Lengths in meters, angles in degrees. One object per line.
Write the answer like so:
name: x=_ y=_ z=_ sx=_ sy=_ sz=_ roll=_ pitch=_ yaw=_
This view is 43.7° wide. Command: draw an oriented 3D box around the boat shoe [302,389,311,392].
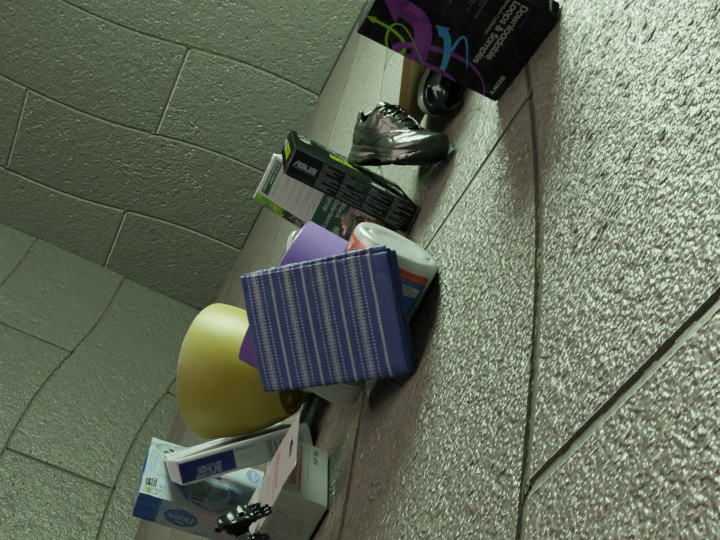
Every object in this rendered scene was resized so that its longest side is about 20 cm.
boat shoe: x=-0.038 y=0.087 z=1.257 sx=0.203 sy=0.062 sz=0.074 roll=-62 pitch=35 yaw=26

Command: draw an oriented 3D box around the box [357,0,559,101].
box: x=0.113 y=-0.296 z=1.053 sx=0.143 sy=0.197 sz=0.037 roll=127 pitch=159 yaw=-47

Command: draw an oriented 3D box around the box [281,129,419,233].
box: x=-0.021 y=-0.135 z=1.326 sx=0.048 sy=0.197 sz=0.193 roll=-62 pitch=12 yaw=9

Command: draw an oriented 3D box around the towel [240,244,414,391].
towel: x=-0.039 y=0.058 z=1.028 sx=0.024 sy=0.197 sz=0.148 roll=-18 pitch=-82 yaw=-66

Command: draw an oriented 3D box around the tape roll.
tape roll: x=-0.084 y=0.040 z=1.169 sx=0.202 sy=0.065 sz=0.200 roll=-62 pitch=-3 yaw=-5

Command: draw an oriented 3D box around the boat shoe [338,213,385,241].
boat shoe: x=0.000 y=0.000 z=1.296 sx=0.201 sy=0.070 sz=0.077 roll=99 pitch=169 yaw=-52

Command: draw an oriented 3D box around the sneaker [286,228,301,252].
sneaker: x=-0.090 y=0.042 z=1.355 sx=0.088 sy=0.074 sz=0.204 roll=-9 pitch=92 yaw=51

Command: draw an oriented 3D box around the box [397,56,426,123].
box: x=0.088 y=-0.304 z=1.347 sx=0.164 sy=0.021 sz=0.203 roll=-62 pitch=-17 yaw=-51

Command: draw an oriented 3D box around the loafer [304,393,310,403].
loafer: x=-0.074 y=0.111 z=1.415 sx=0.072 sy=0.062 sz=0.203 roll=-121 pitch=56 yaw=-78

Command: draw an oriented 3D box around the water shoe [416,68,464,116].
water shoe: x=0.145 y=-0.317 z=1.302 sx=0.078 sy=0.071 sz=0.203 roll=5 pitch=77 yaw=56

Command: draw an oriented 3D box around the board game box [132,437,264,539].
board game box: x=-0.244 y=0.344 z=1.393 sx=0.200 sy=0.196 sz=0.044 roll=-120 pitch=50 yaw=-76

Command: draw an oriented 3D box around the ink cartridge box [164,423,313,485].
ink cartridge box: x=-0.186 y=0.270 z=1.334 sx=0.200 sy=0.196 sz=0.041 roll=153 pitch=103 yaw=-71

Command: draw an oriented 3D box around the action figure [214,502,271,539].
action figure: x=-0.119 y=0.376 z=1.016 sx=0.119 sy=0.100 sz=0.204 roll=-118 pitch=27 yaw=-67

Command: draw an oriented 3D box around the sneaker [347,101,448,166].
sneaker: x=0.048 y=-0.194 z=1.275 sx=0.198 sy=0.075 sz=0.093 roll=9 pitch=98 yaw=50

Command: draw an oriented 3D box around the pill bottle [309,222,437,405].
pill bottle: x=0.002 y=0.055 z=1.079 sx=0.202 sy=0.111 sz=0.112 roll=-63 pitch=13 yaw=14

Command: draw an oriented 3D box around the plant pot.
plant pot: x=-0.159 y=0.155 z=1.332 sx=0.199 sy=0.140 sz=0.204 roll=3 pitch=-90 yaw=-66

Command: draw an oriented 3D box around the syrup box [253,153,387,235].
syrup box: x=-0.058 y=-0.097 z=1.394 sx=0.080 sy=0.198 sz=0.081 roll=-61 pitch=-16 yaw=14

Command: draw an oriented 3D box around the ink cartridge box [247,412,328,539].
ink cartridge box: x=-0.094 y=0.298 z=1.143 sx=0.202 sy=0.067 sz=0.116 roll=-62 pitch=13 yaw=21
